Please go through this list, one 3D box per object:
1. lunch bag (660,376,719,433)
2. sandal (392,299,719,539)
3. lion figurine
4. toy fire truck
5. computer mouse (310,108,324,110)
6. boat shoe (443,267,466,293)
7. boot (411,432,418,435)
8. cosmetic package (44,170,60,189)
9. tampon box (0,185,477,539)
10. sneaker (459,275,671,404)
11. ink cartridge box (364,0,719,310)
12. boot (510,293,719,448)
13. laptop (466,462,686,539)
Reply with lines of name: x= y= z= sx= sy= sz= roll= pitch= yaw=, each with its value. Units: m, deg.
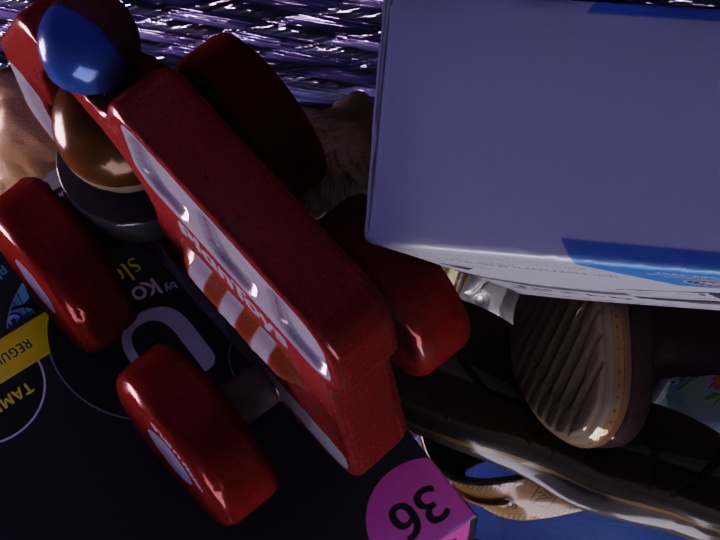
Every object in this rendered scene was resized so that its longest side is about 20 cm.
lunch bag: x=0.224 y=0.053 z=1.448 sx=0.170 sy=0.122 sz=0.200 roll=-21 pitch=-161 yaw=4
sandal: x=0.067 y=0.068 z=1.188 sx=0.199 sy=0.055 sz=0.082 roll=23 pitch=-148 yaw=-13
lion figurine: x=-0.091 y=-0.047 z=1.216 sx=0.199 sy=0.073 sz=0.122 roll=11 pitch=164 yaw=-9
toy fire truck: x=-0.053 y=-0.021 z=1.009 sx=0.200 sy=0.112 sz=0.168 roll=49 pitch=167 yaw=21
computer mouse: x=-0.044 y=-0.054 z=1.301 sx=0.199 sy=0.034 sz=0.059 roll=6 pitch=177 yaw=0
boat shoe: x=0.000 y=0.000 z=1.276 sx=0.067 sy=0.072 sz=0.200 roll=11 pitch=143 yaw=-14
boot: x=-0.030 y=0.031 z=1.406 sx=0.199 sy=0.069 sz=0.189 roll=-18 pitch=147 yaw=0
cosmetic package: x=-0.127 y=-0.031 z=1.396 sx=0.199 sy=0.085 sz=0.107 roll=7 pitch=177 yaw=-43
tampon box: x=-0.076 y=0.081 z=1.127 sx=0.150 sy=0.200 sz=0.126 roll=-32 pitch=156 yaw=-18
sneaker: x=0.094 y=0.049 z=1.333 sx=0.092 sy=0.076 sz=0.200 roll=24 pitch=164 yaw=19
ink cartridge box: x=0.099 y=-0.034 z=1.007 sx=0.144 sy=0.084 sz=0.200 roll=4 pitch=177 yaw=17
boot: x=0.144 y=0.018 z=1.199 sx=0.166 sy=0.072 sz=0.200 roll=21 pitch=-147 yaw=-16
laptop: x=0.130 y=0.055 z=1.555 sx=0.186 sy=0.201 sz=0.116 roll=6 pitch=168 yaw=-6
